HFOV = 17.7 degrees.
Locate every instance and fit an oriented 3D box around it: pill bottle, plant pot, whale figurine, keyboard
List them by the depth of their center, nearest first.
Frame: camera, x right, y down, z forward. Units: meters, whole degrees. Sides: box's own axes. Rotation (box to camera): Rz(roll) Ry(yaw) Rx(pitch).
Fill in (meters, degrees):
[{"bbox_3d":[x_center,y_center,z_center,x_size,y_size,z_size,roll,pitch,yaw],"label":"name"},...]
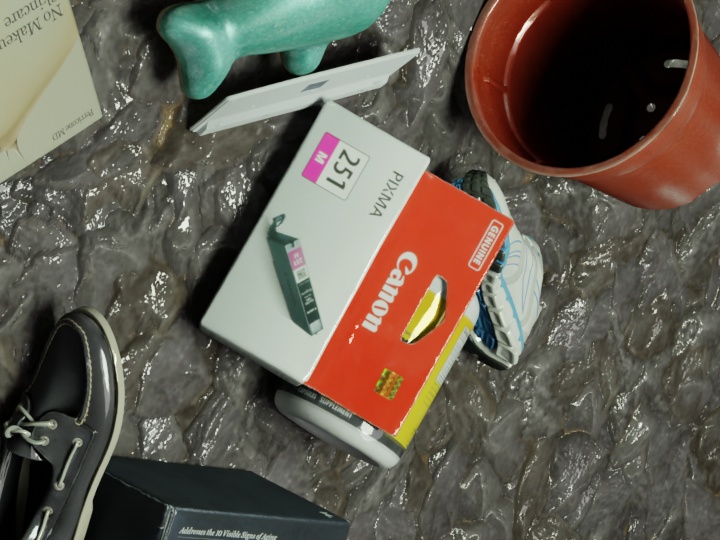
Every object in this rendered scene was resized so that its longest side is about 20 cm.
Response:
[{"bbox_3d":[-0.052,-0.200,1.642,0.200,0.104,0.159,-42,133,-28],"label":"whale figurine"},{"bbox_3d":[-0.039,-0.136,1.729,0.200,0.011,0.056,-19,164,-42],"label":"keyboard"},{"bbox_3d":[0.024,0.047,1.827,0.112,0.112,0.200,39,76,-48],"label":"pill bottle"},{"bbox_3d":[0.217,-0.145,1.908,0.195,0.201,0.201,29,85,-58],"label":"plant pot"}]

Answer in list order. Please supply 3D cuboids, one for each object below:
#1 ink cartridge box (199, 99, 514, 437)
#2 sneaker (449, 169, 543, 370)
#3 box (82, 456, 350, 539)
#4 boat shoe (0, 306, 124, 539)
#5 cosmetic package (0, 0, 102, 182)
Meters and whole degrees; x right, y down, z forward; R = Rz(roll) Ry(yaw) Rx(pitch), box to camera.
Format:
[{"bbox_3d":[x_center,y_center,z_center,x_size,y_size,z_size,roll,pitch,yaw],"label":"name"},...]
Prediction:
[{"bbox_3d":[0.000,0.000,1.751,0.200,0.174,0.044,-61,-178,-9],"label":"ink cartridge box"},{"bbox_3d":[0.114,-0.015,1.941,0.087,0.075,0.200,-47,144,-33],"label":"sneaker"},{"bbox_3d":[-0.137,0.254,1.731,0.200,0.124,0.197,13,98,-49],"label":"box"},{"bbox_3d":[-0.219,0.123,1.626,0.063,0.073,0.200,-6,116,-49],"label":"boat shoe"},{"bbox_3d":[-0.245,-0.167,1.470,0.104,0.073,0.200,-38,130,-31],"label":"cosmetic package"}]
